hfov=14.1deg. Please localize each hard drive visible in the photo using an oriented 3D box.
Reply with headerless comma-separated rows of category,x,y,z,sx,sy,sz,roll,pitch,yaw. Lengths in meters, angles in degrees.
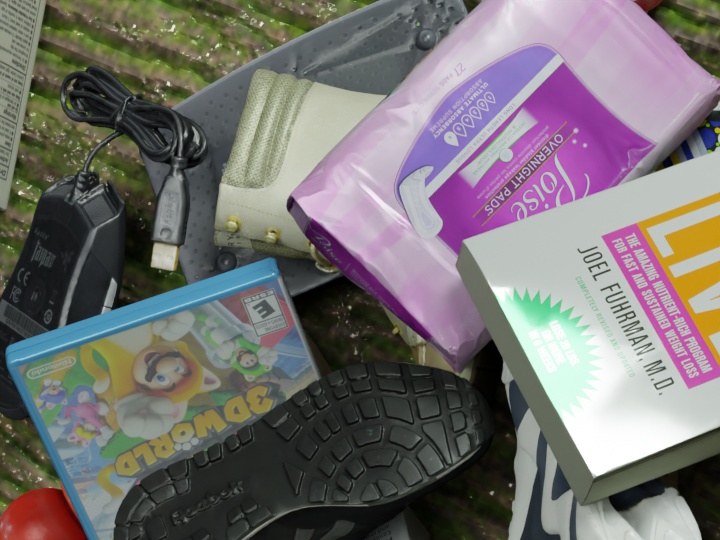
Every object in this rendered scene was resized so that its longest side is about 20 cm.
hard drive,-0.013,-0.060,1.573,0.200,0.042,0.135,-26,71,14

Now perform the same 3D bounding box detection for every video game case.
video game case,-0.080,0.096,1.483,0.143,0.200,0.018,-19,35,2

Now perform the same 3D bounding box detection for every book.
book,0.162,0.015,1.363,0.200,0.048,0.134,-20,67,-18

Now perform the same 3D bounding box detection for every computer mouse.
computer mouse,-0.135,-0.004,1.583,0.140,0.046,0.200,21,95,51

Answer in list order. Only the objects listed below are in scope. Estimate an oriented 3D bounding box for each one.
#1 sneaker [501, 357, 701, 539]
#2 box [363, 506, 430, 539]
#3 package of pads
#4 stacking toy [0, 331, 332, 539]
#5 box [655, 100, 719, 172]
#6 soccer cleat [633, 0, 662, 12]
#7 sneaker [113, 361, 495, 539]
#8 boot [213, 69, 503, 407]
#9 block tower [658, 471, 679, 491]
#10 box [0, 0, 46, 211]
sneaker,0.097,0.117,1.415,0.130,0.079,0.199,-65,33,35
box,-0.025,0.218,1.443,0.156,0.041,0.200,-29,34,11
package of pads,0.072,-0.059,1.422,0.121,0.076,0.200,44,83,2
stacking toy,-0.109,0.098,1.533,0.200,0.085,0.085,-35,69,7
box,0.235,0.003,1.450,0.070,0.064,0.200,-40,67,9
soccer cleat,0.082,-0.200,1.546,0.200,0.076,0.067,34,93,24
sneaker,-0.019,0.109,1.456,0.200,0.088,0.076,-22,60,15
boot,0.000,0.000,1.499,0.154,0.072,0.200,7,88,10
block tower,0.124,0.052,1.489,0.054,0.058,0.200,-11,74,19
box,-0.255,-0.146,1.640,0.109,0.128,0.200,7,81,23
